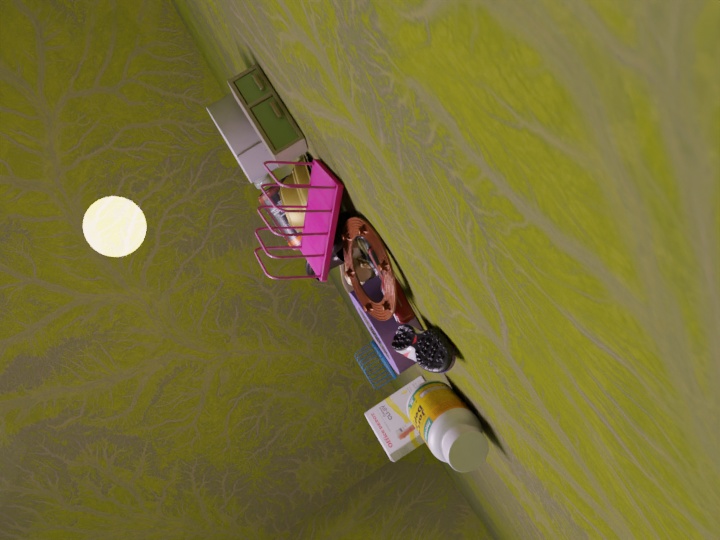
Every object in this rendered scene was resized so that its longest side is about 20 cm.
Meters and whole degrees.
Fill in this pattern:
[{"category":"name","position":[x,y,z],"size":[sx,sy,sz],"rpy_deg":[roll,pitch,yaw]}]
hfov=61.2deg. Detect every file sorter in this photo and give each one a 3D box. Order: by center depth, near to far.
[{"category":"file sorter","position":[-0.128,-0.098,1.176],"size":[0.139,0.124,0.202],"rpy_deg":[-129,44,-52]},{"category":"file sorter","position":[0.067,0.457,2.945],"size":[0.140,0.122,0.200],"rpy_deg":[61,175,-20]}]

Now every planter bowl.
[{"category":"planter bowl","position":[-0.131,-0.151,1.368],"size":[0.200,0.083,0.202],"rpy_deg":[-19,-90,-89]}]

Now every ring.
[{"category":"ring","position":[0.009,0.000,1.132],"size":[0.201,0.019,0.202],"rpy_deg":[50,150,43]}]

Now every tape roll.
[{"category":"tape roll","position":[0.062,0.111,1.284],"size":[0.201,0.085,0.200],"rpy_deg":[57,174,9]},{"category":"tape roll","position":[-0.253,-0.329,1.440],"size":[0.204,0.138,0.203],"rpy_deg":[57,174,10]}]

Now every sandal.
[{"category":"sandal","position":[-0.005,0.003,1.350],"size":[0.213,0.077,0.070],"rpy_deg":[68,171,-28]}]

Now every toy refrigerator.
[{"category":"toy refrigerator","position":[-0.194,-0.324,1.272],"size":[0.201,0.075,0.070],"rpy_deg":[58,175,13]}]

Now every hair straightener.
[{"category":"hair straightener","position":[0.040,0.013,1.170],"size":[0.201,0.041,0.077],"rpy_deg":[58,174,7]}]

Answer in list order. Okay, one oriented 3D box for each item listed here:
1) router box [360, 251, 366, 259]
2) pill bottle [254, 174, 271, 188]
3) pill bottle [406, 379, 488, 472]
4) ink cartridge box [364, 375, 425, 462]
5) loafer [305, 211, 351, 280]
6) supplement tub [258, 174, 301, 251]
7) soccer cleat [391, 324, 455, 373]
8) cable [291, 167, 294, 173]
[{"category":"router box","position":[0.006,0.028,1.494],"size":[0.201,0.051,0.149],"rpy_deg":[63,173,-25]},{"category":"pill bottle","position":[-0.511,-0.499,2.931],"size":[0.201,0.112,0.113],"rpy_deg":[61,174,-32]},{"category":"pill bottle","position":[0.172,0.307,1.202],"size":[0.113,0.112,0.200],"rpy_deg":[60,175,-21]},{"category":"ink cartridge box","position":[0.132,0.419,1.715],"size":[0.146,0.199,0.084],"rpy_deg":[54,173,33]},{"category":"loafer","position":[-0.057,-0.035,1.282],"size":[0.071,0.073,0.200],"rpy_deg":[43,140,10]},{"category":"supplement tub","position":[-0.154,-0.124,1.487],"size":[0.201,0.106,0.107],"rpy_deg":[57,175,-8]},{"category":"soccer cleat","position":[0.124,0.140,1.061],"size":[0.073,0.069,0.200],"rpy_deg":[26,175,-20]},{"category":"cable","position":[-0.132,-0.184,1.611],"size":[0.164,0.051,0.200],"rpy_deg":[56,175,27]}]
